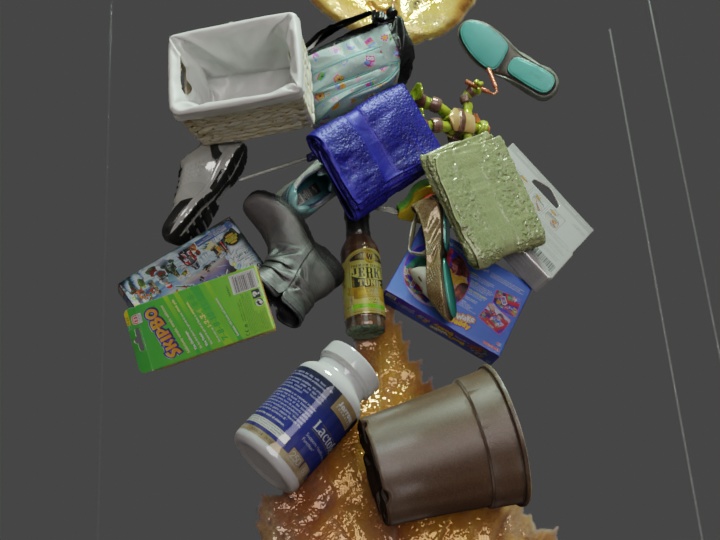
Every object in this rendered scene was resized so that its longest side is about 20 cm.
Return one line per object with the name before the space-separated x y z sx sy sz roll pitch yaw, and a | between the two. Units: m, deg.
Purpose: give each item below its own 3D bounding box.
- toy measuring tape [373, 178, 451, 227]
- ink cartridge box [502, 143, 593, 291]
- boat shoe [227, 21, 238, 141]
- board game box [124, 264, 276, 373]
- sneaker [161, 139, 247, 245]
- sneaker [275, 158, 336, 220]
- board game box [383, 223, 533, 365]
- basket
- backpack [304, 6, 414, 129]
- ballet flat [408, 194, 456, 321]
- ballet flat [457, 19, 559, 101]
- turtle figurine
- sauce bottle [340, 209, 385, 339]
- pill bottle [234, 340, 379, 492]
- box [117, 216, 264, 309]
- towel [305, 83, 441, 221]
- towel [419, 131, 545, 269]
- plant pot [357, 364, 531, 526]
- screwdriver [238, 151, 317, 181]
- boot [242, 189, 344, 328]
toy measuring tape | 0.073 -0.116 1.644 0.198 0.074 0.074 12 66 -10
ink cartridge box | 0.258 -0.087 1.666 0.200 0.045 0.176 48 44 4
boat shoe | -0.195 -0.298 1.669 0.062 0.075 0.202 1 73 -16
board game box | -0.225 0.070 1.468 0.198 0.030 0.096 -18 79 -1
sneaker | -0.250 -0.123 1.594 0.079 0.074 0.201 22 60 14
sneaker | -0.044 -0.144 1.615 0.078 0.086 0.200 47 73 -10
board game box | 0.148 0.035 1.615 0.199 0.045 0.135 30 65 2
basket | -0.170 -0.277 1.549 0.198 0.123 0.137 -8 70 8
backpack | -0.019 -0.313 1.667 0.199 0.167 0.127 -24 77 -13
ballet flat | 0.105 -0.017 1.575 0.065 0.071 0.202 -8 66 13
ballet flat | 0.248 -0.351 1.787 0.199 0.064 0.068 36 91 7
turtle figurine | 0.154 -0.253 1.721 0.160 0.064 0.202 14 74 -26
sauce bottle | 0.000 0.000 1.588 0.064 0.065 0.202 -2 69 -12
pill bottle | -0.071 0.200 1.463 0.116 0.116 0.200 41 67 7
box | -0.235 0.028 1.542 0.199 0.040 0.137 -34 79 -22
towel | 0.029 -0.184 1.591 0.199 0.049 0.149 -35 99 -30
towel | 0.185 -0.108 1.579 0.147 0.037 0.201 -20 76 -24
plant pot | 0.107 0.250 1.447 0.196 0.201 0.202 -13 71 -8
screwdriver | -0.098 -0.170 1.656 0.199 0.028 0.029 -24 46 -22
boot | -0.125 -0.021 1.534 0.200 0.070 0.132 43 48 8
